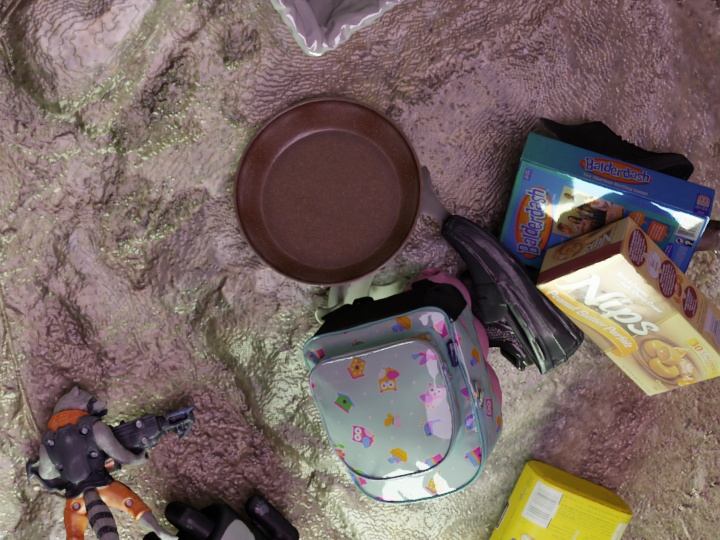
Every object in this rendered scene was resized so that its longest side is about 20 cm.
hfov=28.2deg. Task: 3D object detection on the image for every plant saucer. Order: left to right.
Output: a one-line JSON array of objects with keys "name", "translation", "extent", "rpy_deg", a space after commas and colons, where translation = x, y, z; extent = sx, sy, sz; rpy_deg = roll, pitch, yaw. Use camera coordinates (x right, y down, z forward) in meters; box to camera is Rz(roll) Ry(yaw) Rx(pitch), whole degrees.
[{"name": "plant saucer", "translation": [-0.032, -0.079, 1.490], "extent": [0.197, 0.037, 0.203], "rpy_deg": [-1, 76, 6]}]

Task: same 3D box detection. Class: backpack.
[{"name": "backpack", "translation": [0.047, 0.134, 1.437], "extent": [0.174, 0.154, 0.202], "rpy_deg": [-16, 108, 19]}]

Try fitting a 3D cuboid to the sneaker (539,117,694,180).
[{"name": "sneaker", "translation": [0.276, -0.125, 1.559], "extent": [0.198, 0.104, 0.060], "rpy_deg": [-11, 142, -45]}]

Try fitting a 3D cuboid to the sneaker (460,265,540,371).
[{"name": "sneaker", "translation": [0.213, 0.043, 1.596], "extent": [0.197, 0.076, 0.116], "rpy_deg": [-10, 109, -6]}]

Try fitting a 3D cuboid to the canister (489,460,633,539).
[{"name": "canister", "translation": [0.215, 0.339, 1.675], "extent": [0.147, 0.087, 0.202], "rpy_deg": [23, 99, -17]}]

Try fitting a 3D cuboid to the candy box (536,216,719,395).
[{"name": "candy box", "translation": [0.291, 0.041, 1.494], "extent": [0.200, 0.056, 0.115], "rpy_deg": [43, 138, -23]}]

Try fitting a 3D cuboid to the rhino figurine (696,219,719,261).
[{"name": "rhino figurine", "translation": [0.337, -0.043, 1.589], "extent": [0.197, 0.088, 0.061], "rpy_deg": [5, 105, -13]}]

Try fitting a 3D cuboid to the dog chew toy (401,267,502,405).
[{"name": "dog chew toy", "translation": [0.088, 0.094, 1.552], "extent": [0.123, 0.125, 0.203], "rpy_deg": [-11, 112, -9]}]

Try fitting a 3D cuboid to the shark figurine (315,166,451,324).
[{"name": "shark figurine", "translation": [0.000, -0.017, 1.536], "extent": [0.127, 0.089, 0.216], "rpy_deg": [11, 115, -49]}]

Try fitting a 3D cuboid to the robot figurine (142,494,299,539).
[{"name": "robot figurine", "translation": [-0.146, 0.339, 1.580], "extent": [0.150, 0.125, 0.200], "rpy_deg": [-40, 111, 20]}]

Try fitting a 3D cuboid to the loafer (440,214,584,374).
[{"name": "loafer", "translation": [0.152, 0.025, 1.515], "extent": [0.070, 0.068, 0.201], "rpy_deg": [-45, 100, -5]}]

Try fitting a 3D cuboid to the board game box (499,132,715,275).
[{"name": "board game box", "translation": [0.251, -0.049, 1.494], "extent": [0.198, 0.045, 0.153], "rpy_deg": [18, 140, 6]}]

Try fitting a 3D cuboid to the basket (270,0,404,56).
[{"name": "basket", "translation": [-0.029, -0.347, 1.387], "extent": [0.199, 0.161, 0.199], "rpy_deg": [-33, 110, -2]}]

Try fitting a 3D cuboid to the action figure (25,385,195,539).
[{"name": "action figure", "translation": [-0.260, 0.206, 1.505], "extent": [0.198, 0.105, 0.195], "rpy_deg": [-27, 74, 2]}]
